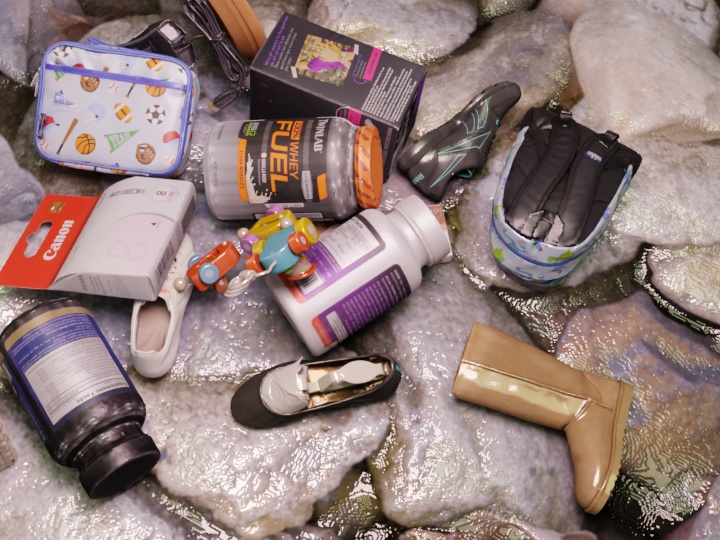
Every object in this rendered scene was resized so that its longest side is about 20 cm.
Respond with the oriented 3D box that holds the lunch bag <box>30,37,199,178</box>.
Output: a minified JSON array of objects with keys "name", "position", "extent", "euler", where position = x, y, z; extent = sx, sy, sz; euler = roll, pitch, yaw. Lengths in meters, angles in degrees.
[{"name":"lunch bag","position":[-0.301,-0.200,1.207],"extent":[0.198,0.076,0.162],"euler":[9,94,0]}]

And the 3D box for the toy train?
[{"name":"toy train","position":[-0.117,-0.004,1.082],"extent":[0.150,0.200,0.056],"euler":[-41,112,-14]}]

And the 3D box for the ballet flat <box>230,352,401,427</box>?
[{"name":"ballet flat","position":[-0.050,0.125,1.113],"extent":[0.199,0.068,0.068],"euler":[-13,71,-10]}]

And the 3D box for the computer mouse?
[{"name":"computer mouse","position":[-0.230,-0.258,1.261],"extent":[0.141,0.199,0.046],"euler":[53,34,-19]}]

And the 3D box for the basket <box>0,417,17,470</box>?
[{"name":"basket","position":[-0.470,0.137,1.005],"extent":[0.160,0.200,0.199],"euler":[-28,70,-23]}]

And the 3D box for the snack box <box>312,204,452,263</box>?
[{"name":"snack box","position":[0.010,-0.036,1.218],"extent":[0.198,0.024,0.072],"euler":[-7,68,-8]}]

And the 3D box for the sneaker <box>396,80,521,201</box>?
[{"name":"sneaker","position":[0.139,-0.168,1.277],"extent":[0.200,0.075,0.079],"euler":[-39,86,-13]}]

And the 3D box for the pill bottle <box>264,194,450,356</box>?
[{"name":"pill bottle","position":[0.000,0.000,1.136],"extent":[0.199,0.112,0.112],"euler":[-33,71,-7]}]

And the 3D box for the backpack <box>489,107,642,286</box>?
[{"name":"backpack","position":[0.235,-0.080,1.206],"extent":[0.162,0.154,0.200],"euler":[24,43,4]}]

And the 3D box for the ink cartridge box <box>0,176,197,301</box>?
[{"name":"ink cartridge box","position":[-0.306,-0.044,1.139],"extent":[0.198,0.057,0.163],"euler":[8,46,6]}]

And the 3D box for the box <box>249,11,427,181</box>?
[{"name":"box","position":[-0.031,-0.218,1.246],"extent":[0.199,0.122,0.106],"euler":[23,62,6]}]

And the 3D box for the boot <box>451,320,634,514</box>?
[{"name":"boot","position":[0.197,0.166,1.122],"extent":[0.199,0.066,0.176],"euler":[20,53,4]}]

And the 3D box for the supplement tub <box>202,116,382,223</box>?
[{"name":"supplement tub","position":[-0.077,-0.119,1.175],"extent":[0.198,0.123,0.123],"euler":[-2,64,10]}]

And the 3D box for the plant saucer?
[{"name":"plant saucer","position":[-0.190,-0.346,1.255],"extent":[0.037,0.200,0.200],"euler":[-39,73,-7]}]

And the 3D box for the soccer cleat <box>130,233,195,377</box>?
[{"name":"soccer cleat","position":[-0.229,0.024,1.140],"extent":[0.069,0.078,0.201],"euler":[3,64,-3]}]

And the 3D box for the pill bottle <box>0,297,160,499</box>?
[{"name":"pill bottle","position":[-0.301,0.138,1.062],"extent":[0.111,0.112,0.200],"euler":[-30,71,-17]}]
